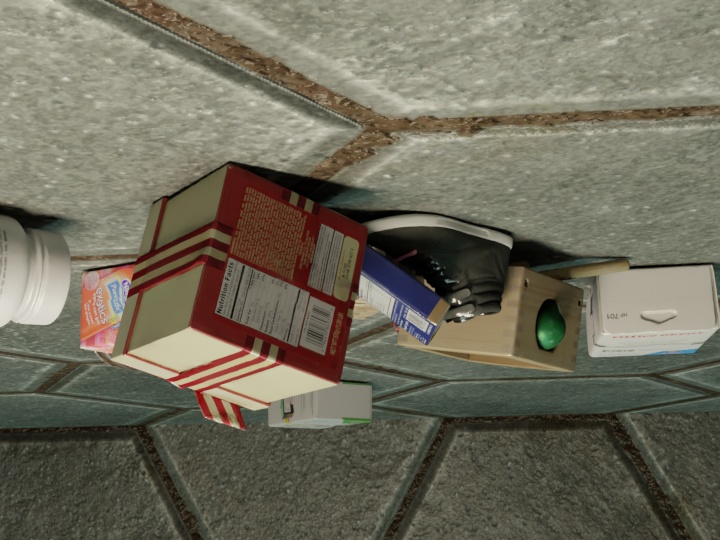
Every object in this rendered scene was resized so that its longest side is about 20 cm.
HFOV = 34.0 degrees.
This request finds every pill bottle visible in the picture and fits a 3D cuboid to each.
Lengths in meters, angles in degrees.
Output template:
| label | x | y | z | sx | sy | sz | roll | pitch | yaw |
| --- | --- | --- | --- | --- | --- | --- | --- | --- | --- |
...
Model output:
| label | x | y | z | sx | sy | sz | roll | pitch | yaw |
| --- | --- | --- | --- | --- | --- | --- | --- | --- | --- |
| pill bottle | -0.391 | -0.004 | 1.140 | 0.199 | 0.115 | 0.113 | 9 | 164 | -38 |

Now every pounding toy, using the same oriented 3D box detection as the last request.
| label | x | y | z | sx | sy | sz | roll | pitch | yaw |
| --- | --- | --- | --- | --- | --- | --- | --- | --- | --- |
| pounding toy | 0.182 | 0.038 | 1.384 | 0.199 | 0.144 | 0.184 | 3 | 172 | 37 |

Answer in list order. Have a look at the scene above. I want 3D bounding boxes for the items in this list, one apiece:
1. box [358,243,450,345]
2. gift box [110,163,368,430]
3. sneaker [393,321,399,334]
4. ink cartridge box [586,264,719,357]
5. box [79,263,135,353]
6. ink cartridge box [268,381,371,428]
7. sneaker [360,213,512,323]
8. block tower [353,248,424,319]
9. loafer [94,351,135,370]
| label | x | y | z | sx | sy | sz | roll | pitch | yaw |
| --- | --- | --- | --- | --- | --- | --- | --- | --- | --- |
| box | 0.000 | 0.000 | 1.218 | 0.199 | 0.033 | 0.121 | 34 | 169 | 6 |
| gift box | -0.108 | 0.035 | 1.107 | 0.199 | 0.186 | 0.186 | 29 | 153 | -28 |
| sneaker | 0.144 | 0.064 | 1.589 | 0.198 | 0.081 | 0.075 | 7 | -178 | 1 |
| ink cartridge box | 0.373 | 0.057 | 1.526 | 0.145 | 0.087 | 0.200 | -3 | 166 | 6 |
| box | -0.244 | 0.059 | 1.470 | 0.102 | 0.096 | 0.200 | -9 | 165 | 29 |
| ink cartridge box | -0.089 | 0.288 | 2.518 | 0.144 | 0.085 | 0.199 | 8 | 165 | -33 |
| sneaker | 0.081 | 0.001 | 1.232 | 0.199 | 0.100 | 0.070 | 10 | 165 | -35 |
| block tower | 0.014 | 0.014 | 1.381 | 0.054 | 0.058 | 0.200 | 5 | 167 | -21 |
| loafer | -0.357 | 0.121 | 1.785 | 0.070 | 0.074 | 0.200 | -6 | 166 | 16 |
